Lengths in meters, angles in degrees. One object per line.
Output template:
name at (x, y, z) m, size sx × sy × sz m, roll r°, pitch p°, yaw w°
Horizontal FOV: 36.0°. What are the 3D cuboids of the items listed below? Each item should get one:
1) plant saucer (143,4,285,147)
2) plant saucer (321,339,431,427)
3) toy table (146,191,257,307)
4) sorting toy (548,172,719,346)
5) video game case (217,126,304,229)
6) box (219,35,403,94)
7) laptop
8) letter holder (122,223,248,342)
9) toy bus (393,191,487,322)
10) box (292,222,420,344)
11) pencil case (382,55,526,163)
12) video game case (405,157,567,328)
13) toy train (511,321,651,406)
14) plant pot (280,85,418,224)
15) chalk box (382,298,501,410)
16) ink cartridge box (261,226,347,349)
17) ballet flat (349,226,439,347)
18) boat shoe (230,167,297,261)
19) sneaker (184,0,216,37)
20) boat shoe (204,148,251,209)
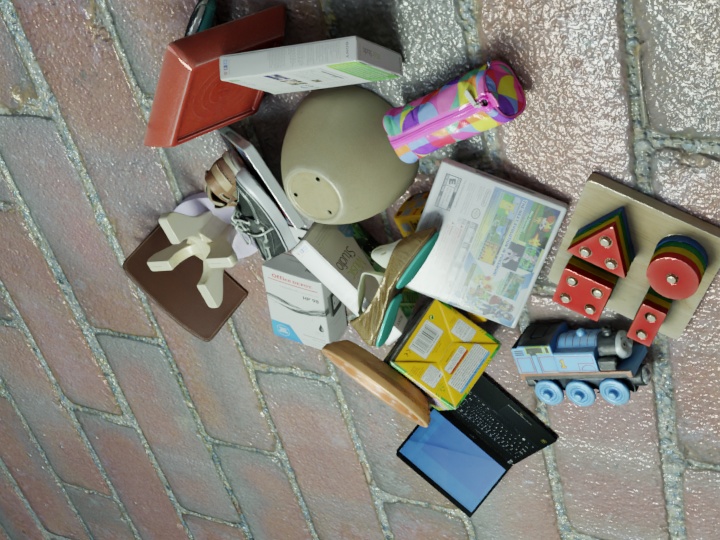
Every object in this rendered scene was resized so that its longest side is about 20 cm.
plant saucer at (-0.192, -0.256, 1.519) m, size 0.037 × 0.200 × 0.200 m, roll 48°, pitch 142°, yaw 16°
plant saucer at (0.030, 0.166, 1.690) m, size 0.200 × 0.038 × 0.200 m, roll 36°, pitch 172°, yaw 6°
toy table at (-0.256, -0.044, 1.833) m, size 0.199 × 0.117 × 0.184 m, roll -15°, pitch 119°, yaw 42°
sorting toy at (0.359, 0.000, 1.476) m, size 0.199 × 0.070 × 0.199 m, roll 26°, pitch 139°, yaw 12°
video game case at (-0.151, -0.142, 1.650) m, size 0.143 × 0.017 × 0.200 m, roll 57°, pitch 174°, yaw -23°
box at (-0.063, -0.266, 1.449) m, size 0.199 × 0.144 × 0.037 m, roll -2°, pitch 90°, yaw 25°
laptop at (0.191, 0.292, 1.849) m, size 0.177 × 0.103 × 0.200 m, roll 40°, pitch 140°, yaw -6°
letter holder at (-0.324, 0.037, 1.937) m, size 0.200 × 0.142 × 0.101 m, roll 43°, pitch 139°, yaw -8°
toy bus at (0.131, -0.017, 1.624) m, size 0.078 × 0.065 × 0.200 m, roll -8°, pitch 123°, yaw 39°
box at (0.000, 0.000, 1.660) m, size 0.200 × 0.144 × 0.036 m, roll 45°, pitch 122°, yaw -9°
pencil case at (0.119, -0.205, 1.440) m, size 0.200 × 0.088 × 0.088 m, roll -21°, pitch 115°, yaw 46°
video game case at (0.166, -0.036, 1.541) m, size 0.182 × 0.022 × 0.201 m, roll 21°, pitch 117°, yaw 2°
toy train at (0.322, 0.134, 1.622) m, size 0.199 × 0.087 × 0.115 m, roll -6°, pitch 119°, yaw 39°
plant pot at (-0.034, -0.143, 1.567) m, size 0.199 × 0.135 × 0.201 m, roll 19°, pitch 137°, yaw 19°
chalk box at (0.116, 0.133, 1.707) m, size 0.124 × 0.125 × 0.200 m, roll 35°, pitch 172°, yaw 1°
ink cartridge box at (-0.093, 0.030, 1.826) m, size 0.115 × 0.067 × 0.201 m, roll 16°, pitch 136°, yaw 23°
ballet flat at (0.038, 0.012, 1.547) m, size 0.072 × 0.068 × 0.201 m, roll 33°, pitch 117°, yaw 16°
boat shoe at (-0.154, -0.076, 1.627) m, size 0.074 × 0.068 × 0.199 m, roll 52°, pitch 174°, yaw 25°
sneaker at (-0.214, -0.310, 1.599) m, size 0.079 × 0.078 × 0.200 m, roll 9°, pitch 141°, yaw 1°
boat shoe at (-0.205, -0.131, 1.692) m, size 0.076 × 0.072 × 0.200 m, roll 52°, pitch 174°, yaw 7°
